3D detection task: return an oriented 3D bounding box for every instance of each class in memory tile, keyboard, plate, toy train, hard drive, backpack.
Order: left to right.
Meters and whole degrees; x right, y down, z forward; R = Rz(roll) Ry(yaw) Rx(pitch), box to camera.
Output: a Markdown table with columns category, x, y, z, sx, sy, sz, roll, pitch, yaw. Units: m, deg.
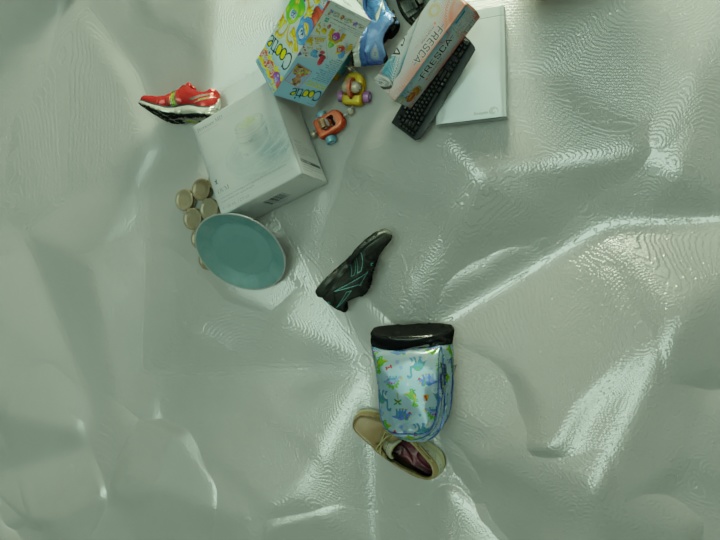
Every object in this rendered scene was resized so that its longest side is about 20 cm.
| category | x | y | z | sx | sy | sz | roll | pitch | yaw |
| --- | --- | --- | --- | --- | --- | --- | --- | --- | --- |
| memory tile | -0.326 | -0.114 | 1.224 | 0.153 | 0.017 | 0.201 | -27 | 81 | 19 |
| plate | -0.248 | -0.042 | 1.143 | 0.199 | 0.026 | 0.201 | 8 | 131 | 9 |
| toy train | -0.064 | -0.366 | 1.100 | 0.149 | 0.056 | 0.201 | -20 | 84 | 19 |
| backpack | 0.097 | 0.211 | 1.011 | 0.162 | 0.154 | 0.202 | -1 | 103 | 14 |
| keyboard | 0.118 | -0.361 | 1.031 | 0.127 | 0.021 | 0.201 | 44 | 114 | 27 |
| hard drive | 0.203 | -0.374 | 1.013 | 0.131 | 0.027 | 0.202 | -1 | 91 | 21 |

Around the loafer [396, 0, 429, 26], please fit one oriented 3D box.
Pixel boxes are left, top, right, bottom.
| category | x | y | z | sx | sy | sz | roll | pitch | yaw |
| --- | --- | --- | --- | --- | --- | --- | --- | --- | --- |
| loafer | 0.085 | -0.537 | 1.026 | 0.072 | 0.063 | 0.201 | -30 | 73 | 22 |

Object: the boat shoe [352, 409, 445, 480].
| category | x | y | z | sx | sy | sz | roll | pitch | yaw |
| --- | --- | --- | --- | --- | --- | --- | --- | --- | --- |
| boat shoe | 0.067 | 0.332 | 1.051 | 0.199 | 0.066 | 0.074 | 23 | 98 | 19 |

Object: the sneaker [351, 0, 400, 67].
| category | x | y | z | sx | sy | sz | roll | pitch | yaw |
| --- | --- | --- | --- | --- | --- | --- | --- | --- | --- |
| sneaker | 0.033 | -0.488 | 1.060 | 0.088 | 0.079 | 0.202 | 6 | 87 | -2 |

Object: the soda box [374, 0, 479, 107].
| category | x | y | z | sx | sy | sz | roll | pitch | yaw |
| --- | --- | --- | --- | --- | --- | --- | --- | --- | --- |
| soda box | 0.117 | -0.397 | 0.981 | 0.200 | 0.063 | 0.069 | -50 | 65 | 25 |

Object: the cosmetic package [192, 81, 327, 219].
| category | x | y | z | sx | sy | sz | roll | pitch | yaw |
| --- | --- | --- | --- | --- | --- | --- | --- | --- | --- |
| cosmetic package | -0.206 | -0.237 | 1.121 | 0.198 | 0.123 | 0.201 | -23 | 81 | 19 |

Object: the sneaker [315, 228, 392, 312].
| category | x | y | z | sx | sy | sz | roll | pitch | yaw |
| --- | --- | --- | --- | --- | --- | --- | --- | --- | --- |
| sneaker | 0.000 | 0.000 | 1.081 | 0.079 | 0.075 | 0.200 | 45 | 112 | 0 |

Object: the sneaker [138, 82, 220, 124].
| category | x | y | z | sx | sy | sz | roll | pitch | yaw |
| --- | --- | --- | --- | --- | --- | --- | --- | --- | --- |
| sneaker | -0.400 | -0.379 | 1.228 | 0.198 | 0.077 | 0.086 | 8 | 82 | 14 |

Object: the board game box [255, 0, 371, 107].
| category | x | y | z | sx | sy | sz | roll | pitch | yaw |
| --- | --- | --- | --- | --- | --- | --- | --- | --- | --- |
| board game box | -0.092 | -0.427 | 1.023 | 0.200 | 0.104 | 0.103 | -47 | 58 | 32 |
